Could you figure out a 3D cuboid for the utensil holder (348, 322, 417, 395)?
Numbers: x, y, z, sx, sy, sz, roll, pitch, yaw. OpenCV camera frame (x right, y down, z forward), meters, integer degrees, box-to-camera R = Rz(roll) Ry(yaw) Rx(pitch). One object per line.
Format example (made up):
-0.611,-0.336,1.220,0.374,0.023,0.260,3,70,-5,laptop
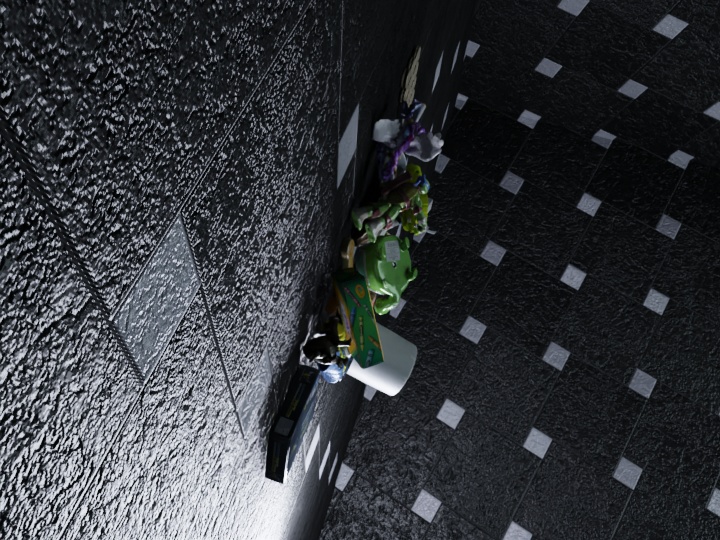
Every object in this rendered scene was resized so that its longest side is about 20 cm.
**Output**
0.037,0.232,1.753,0.171,0.198,0.170,-59,-171,16,utensil holder

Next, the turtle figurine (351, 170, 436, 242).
0.086,-0.127,1.496,0.192,0.145,0.200,-28,168,-18,turtle figurine

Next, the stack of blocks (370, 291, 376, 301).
-0.008,0.145,1.942,0.200,0.058,0.117,-54,159,-69,stack of blocks

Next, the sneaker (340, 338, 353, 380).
-0.047,0.187,1.600,0.202,0.076,0.076,-68,168,22,sneaker

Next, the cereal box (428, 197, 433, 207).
0.161,-0.226,2.077,0.200,0.142,0.040,-52,156,-72,cereal box

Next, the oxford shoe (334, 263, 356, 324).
-0.022,0.072,1.655,0.071,0.070,0.203,22,85,-78,oxford shoe

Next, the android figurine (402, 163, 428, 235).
0.142,-0.185,1.677,0.183,0.040,0.202,100,-13,-51,android figurine

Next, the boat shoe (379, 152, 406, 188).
0.079,-0.265,1.737,0.202,0.072,0.066,100,-18,-45,boat shoe

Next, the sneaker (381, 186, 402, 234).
0.072,-0.138,1.743,0.075,0.086,0.201,-34,152,-35,sneaker

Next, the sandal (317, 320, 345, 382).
-0.081,0.212,1.521,0.202,0.078,0.088,86,23,-45,sandal

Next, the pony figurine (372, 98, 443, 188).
0.102,-0.313,1.498,0.193,0.164,0.202,123,-14,-57,pony figurine

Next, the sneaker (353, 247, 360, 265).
0.000,0.000,1.755,0.083,0.071,0.203,-9,-118,71,sneaker

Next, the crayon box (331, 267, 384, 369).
-0.007,0.104,1.415,0.119,0.057,0.203,-143,-141,-72,crayon box

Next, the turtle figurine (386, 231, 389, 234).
0.055,-0.032,1.850,0.200,0.064,0.163,134,-29,-59,turtle figurine

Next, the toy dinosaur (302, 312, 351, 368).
-0.082,0.173,1.369,0.200,0.101,0.078,-42,142,-59,toy dinosaur

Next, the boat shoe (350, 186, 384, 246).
0.024,-0.139,1.593,0.201,0.075,0.072,-57,130,-38,boat shoe

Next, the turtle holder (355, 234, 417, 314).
0.062,0.002,1.607,0.141,0.131,0.187,-45,117,-34,turtle holder

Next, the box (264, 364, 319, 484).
-0.146,0.329,1.357,0.201,0.050,0.159,-65,169,-52,box

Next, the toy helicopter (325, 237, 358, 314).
-0.036,0.020,1.510,0.132,0.078,0.203,-47,143,-54,toy helicopter

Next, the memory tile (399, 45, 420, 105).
0.132,-0.508,1.752,0.201,0.017,0.155,95,13,-58,memory tile
